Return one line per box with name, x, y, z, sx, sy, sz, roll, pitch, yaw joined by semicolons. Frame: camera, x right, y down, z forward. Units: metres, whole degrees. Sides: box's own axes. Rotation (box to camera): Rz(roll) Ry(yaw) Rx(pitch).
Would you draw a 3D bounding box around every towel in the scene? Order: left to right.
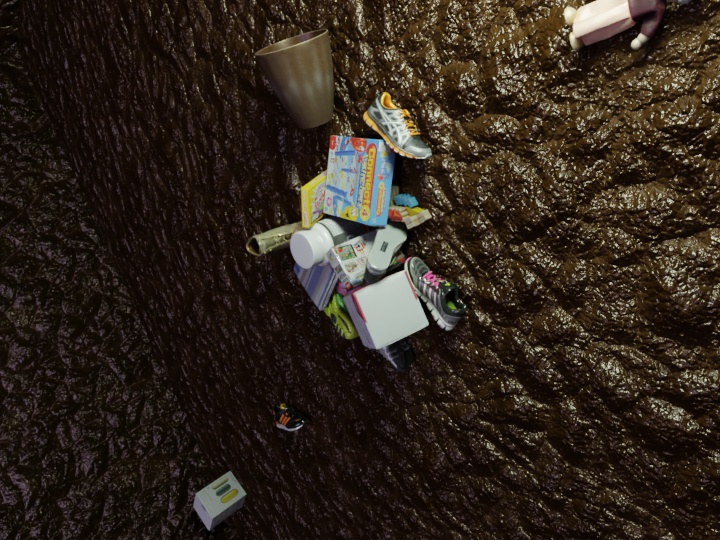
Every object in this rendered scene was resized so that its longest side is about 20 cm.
towel;-0.126;-0.001;1.543;0.200;0.024;0.148;51;128;41

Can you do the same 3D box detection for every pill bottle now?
pill bottle;-0.079;-0.079;1.431;0.113;0.199;0.115;23;125;38

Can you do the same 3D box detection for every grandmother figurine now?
grandmother figurine;0.422;-0.406;0.839;0.199;0.060;0.122;-8;111;52

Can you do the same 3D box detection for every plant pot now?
plant pot;-0.139;-0.466;1.351;0.186;0.187;0.202;13;132;43

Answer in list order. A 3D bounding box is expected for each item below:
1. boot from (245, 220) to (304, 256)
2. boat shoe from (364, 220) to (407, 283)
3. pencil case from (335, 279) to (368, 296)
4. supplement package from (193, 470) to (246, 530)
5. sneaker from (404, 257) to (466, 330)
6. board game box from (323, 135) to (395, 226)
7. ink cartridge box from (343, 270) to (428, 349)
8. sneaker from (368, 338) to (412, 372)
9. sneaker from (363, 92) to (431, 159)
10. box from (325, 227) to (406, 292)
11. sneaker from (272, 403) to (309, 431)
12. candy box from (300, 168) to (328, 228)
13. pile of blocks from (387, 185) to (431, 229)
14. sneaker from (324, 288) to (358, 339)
boot;-0.238;-0.096;1.629;0.199;0.155;0.074;-2;106;45
boat shoe;0.054;-0.048;1.309;0.070;0.201;0.064;29;134;4
pencil case;0.000;0.000;1.474;0.083;0.087;0.200;41;138;-7
supplement package;-0.697;1.137;2.687;0.152;0.199;0.152;44;135;23
sneaker;0.186;0.042;1.302;0.201;0.073;0.087;56;136;8
board game box;-0.006;-0.225;1.341;0.195;0.055;0.203;20;108;49
ink cartridge box;0.057;0.099;1.356;0.147;0.143;0.200;66;169;0
sneaker;0.067;0.211;1.520;0.201;0.074;0.116;59;145;23
sneaker;0.089;-0.325;1.230;0.200;0.078;0.078;45;122;19
box;0.017;-0.033;1.347;0.035;0.199;0.111;-38;79;49
sneaker;-0.272;0.545;2.040;0.199;0.070;0.091;-15;100;52
candy box;-0.105;-0.193;1.414;0.026;0.200;0.103;6;117;17
pile of blocks;0.078;-0.158;1.328;0.199;0.062;0.083;22;123;39
sneaker;-0.052;0.109;1.543;0.074;0.083;0.201;-47;58;32
